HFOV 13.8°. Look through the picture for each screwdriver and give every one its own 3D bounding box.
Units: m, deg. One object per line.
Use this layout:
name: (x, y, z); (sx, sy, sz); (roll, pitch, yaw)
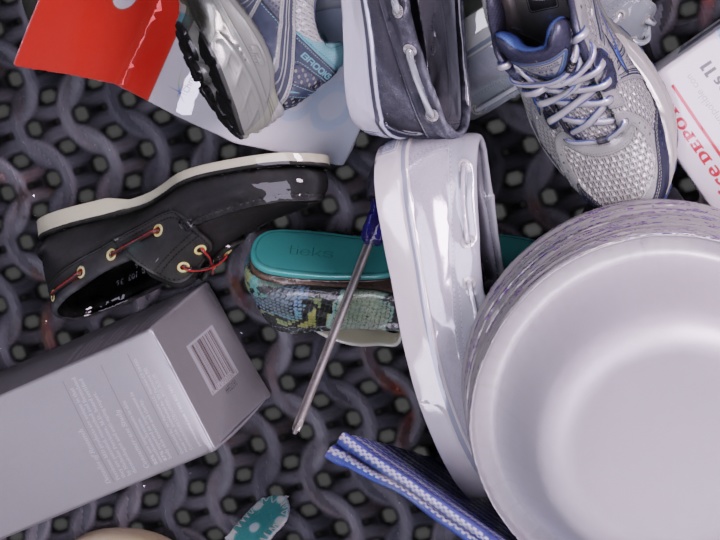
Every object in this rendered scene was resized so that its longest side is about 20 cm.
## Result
screwdriver: (0.000, 0.000, 1.644); (0.028, 0.029, 0.200); (16, 78, 17)

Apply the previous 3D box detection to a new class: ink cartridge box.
ink cartridge box: (-0.065, -0.150, 1.597); (0.200, 0.047, 0.160); (10, 117, -35)
ink cartridge box: (0.227, -0.087, 1.585); (0.200, 0.067, 0.117); (-35, 94, 22)

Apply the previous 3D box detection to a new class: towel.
towel: (0.063, 0.140, 1.626); (0.145, 0.200, 0.024); (33, 92, 16)

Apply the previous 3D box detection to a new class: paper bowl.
paper bowl: (0.154, 0.072, 1.530); (0.200, 0.104, 0.201); (-1, 110, -3)

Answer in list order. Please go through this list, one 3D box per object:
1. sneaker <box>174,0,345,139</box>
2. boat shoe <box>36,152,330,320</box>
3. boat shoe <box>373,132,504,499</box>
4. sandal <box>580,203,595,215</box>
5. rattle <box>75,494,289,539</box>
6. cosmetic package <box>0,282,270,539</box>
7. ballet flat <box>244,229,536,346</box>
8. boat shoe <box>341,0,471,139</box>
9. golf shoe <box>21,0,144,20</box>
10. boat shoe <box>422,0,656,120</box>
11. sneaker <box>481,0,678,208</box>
sneaker: (-0.064, -0.172, 1.541); (0.086, 0.078, 0.200); (-28, 124, -16)
boat shoe: (-0.097, -0.021, 1.677); (0.201, 0.074, 0.063); (-18, 73, 32)
boat shoe: (0.062, 0.022, 1.601); (0.068, 0.072, 0.200); (-11, 93, 17)
sandal: (0.133, 0.049, 1.626); (0.045, 0.075, 0.200); (44, 132, 46)
rattle: (-0.124, 0.210, 1.740); (0.200, 0.143, 0.130); (-15, 83, 25)
cosmetic package: (-0.168, 0.089, 1.730); (0.200, 0.107, 0.090); (-26, 97, 23)
ballet flat: (0.034, 0.015, 1.680); (0.200, 0.074, 0.074); (7, 108, 15)
boat shoe: (0.026, -0.163, 1.542); (0.068, 0.072, 0.200); (8, 110, 35)
golf shoe: (-0.104, -0.189, 1.629); (0.200, 0.077, 0.088); (-30, 59, 27)
boat shoe: (0.122, -0.147, 1.604); (0.201, 0.070, 0.072); (-29, 115, 21)
sneaker: (0.100, -0.110, 1.533); (0.077, 0.085, 0.200); (-20, 103, 23)
